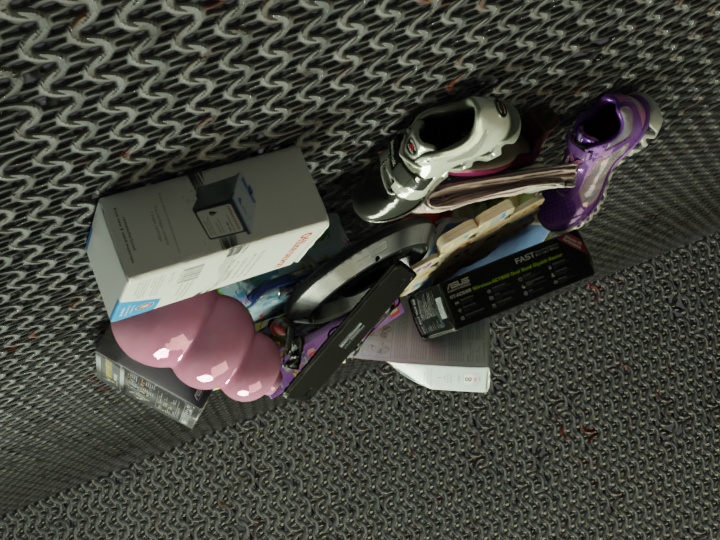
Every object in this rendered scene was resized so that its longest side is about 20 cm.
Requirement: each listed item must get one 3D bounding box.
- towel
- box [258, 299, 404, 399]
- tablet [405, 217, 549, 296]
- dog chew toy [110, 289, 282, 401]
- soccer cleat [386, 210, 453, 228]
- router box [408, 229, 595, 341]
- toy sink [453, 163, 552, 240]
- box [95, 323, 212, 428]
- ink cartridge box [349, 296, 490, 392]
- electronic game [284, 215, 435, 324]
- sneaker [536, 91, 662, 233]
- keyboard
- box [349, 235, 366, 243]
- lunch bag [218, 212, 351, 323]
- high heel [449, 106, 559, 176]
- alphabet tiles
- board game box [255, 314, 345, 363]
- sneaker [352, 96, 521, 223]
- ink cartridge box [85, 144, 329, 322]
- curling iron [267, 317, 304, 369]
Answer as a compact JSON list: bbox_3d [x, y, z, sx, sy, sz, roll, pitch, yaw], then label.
[{"bbox_3d":[0.123,-0.090,1.367,0.189,0.033,0.200,-10,-176,-17],"label":"towel"},{"bbox_3d":[-0.058,0.076,1.499,0.199,0.039,0.137,-33,-161,-15],"label":"box"},{"bbox_3d":[0.155,-0.018,1.575,0.198,0.014,0.131,-1,132,-38],"label":"tablet"},{"bbox_3d":[-0.172,0.072,1.312,0.125,0.199,0.125,-52,-168,15],"label":"dog chew toy"},{"bbox_3d":[0.061,-0.043,1.574,0.200,0.069,0.085,-51,174,36],"label":"soccer cleat"},{"bbox_3d":[0.172,0.020,1.487,0.198,0.063,0.150,-21,176,-14],"label":"router box"},{"bbox_3d":[0.186,-0.051,1.692,0.129,0.113,0.200,-18,169,-24],"label":"toy sink"},{"bbox_3d":[-0.277,0.144,1.617,0.049,0.157,0.200,-61,-178,-19],"label":"box"},{"bbox_3d":[0.071,0.089,1.578,0.197,0.058,0.163,0,-147,5],"label":"ink cartridge box"},{"bbox_3d":[0.000,0.000,1.375,0.199,0.042,0.200,-31,168,-7],"label":"electronic game"},{"bbox_3d":[0.272,-0.136,1.446,0.088,0.081,0.201,10,121,-53],"label":"sneaker"},{"bbox_3d":[-0.018,0.064,1.365,0.200,0.040,0.104,-48,159,3],"label":"keyboard"},{"bbox_3d":[-0.045,0.002,1.700,0.120,0.033,0.200,-13,165,-41],"label":"box"},{"bbox_3d":[-0.103,0.005,1.460,0.160,0.083,0.200,-21,172,-35],"label":"lunch bag"},{"bbox_3d":[0.137,-0.121,1.329,0.199,0.068,0.096,-18,160,-39],"label":"high heel"},{"bbox_3d":[0.130,-0.031,1.452,0.194,0.015,0.200,-29,167,-7],"label":"alphabet tiles"},{"bbox_3d":[-0.125,0.087,1.646,0.197,0.104,0.105,-11,162,-6],"label":"board game box"},{"bbox_3d":[0.057,-0.119,1.206,0.199,0.075,0.088,-34,157,25],"label":"sneaker"},{"bbox_3d":[-0.148,-0.033,1.136,0.198,0.087,0.146,-19,170,-23],"label":"ink cartridge box"},{"bbox_3d":[-0.094,0.076,1.417,0.025,0.050,0.200,6,-174,-14],"label":"curling iron"}]
